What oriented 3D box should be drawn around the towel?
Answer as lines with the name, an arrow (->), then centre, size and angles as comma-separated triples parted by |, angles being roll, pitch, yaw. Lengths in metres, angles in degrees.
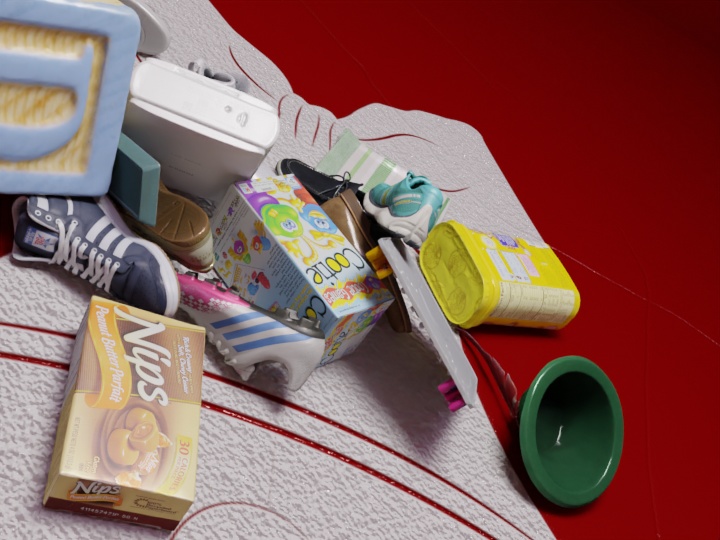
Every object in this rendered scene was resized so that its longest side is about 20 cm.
towel -> 0.037, -0.123, 1.328 | 0.199, 0.023, 0.153 | 34, 36, -3

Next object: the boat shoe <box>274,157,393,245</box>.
boat shoe -> -0.024, -0.098, 1.214 | 0.199, 0.062, 0.075 | 35, 37, 0

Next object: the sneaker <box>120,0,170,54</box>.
sneaker -> -0.344, -0.389, 1.267 | 0.199, 0.073, 0.112 | 29, 37, -8

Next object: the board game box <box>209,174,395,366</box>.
board game box -> -0.075, 0.000, 1.019 | 0.103, 0.105, 0.200 | -15, 60, -49

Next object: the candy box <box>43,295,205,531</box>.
candy box -> -0.206, 0.124, 0.807 | 0.115, 0.055, 0.201 | 19, 38, -23

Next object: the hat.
hat -> 0.210, 0.186, 1.124 | 0.165, 0.176, 0.201 | 22, 72, -28

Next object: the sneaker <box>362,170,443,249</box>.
sneaker -> 0.059, -0.081, 1.099 | 0.077, 0.080, 0.200 | 33, 5, -17

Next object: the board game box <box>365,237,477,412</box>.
board game box -> 0.074, 0.056, 1.026 | 0.201, 0.026, 0.200 | 62, 8, 2

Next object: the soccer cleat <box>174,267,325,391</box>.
soccer cleat -> -0.134, 0.062, 0.931 | 0.199, 0.087, 0.070 | 21, 1, 15

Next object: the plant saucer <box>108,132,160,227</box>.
plant saucer -> -0.266, -0.117, 0.949 | 0.019, 0.070, 0.200 | -12, 35, -38

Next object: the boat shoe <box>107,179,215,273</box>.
boat shoe -> -0.231, -0.061, 0.982 | 0.073, 0.063, 0.200 | -35, 49, -22

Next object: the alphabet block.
alphabet block -> -0.359, -0.203, 0.889 | 0.195, 0.197, 0.200 | 0, 28, -42

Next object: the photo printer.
photo printer -> -0.194, -0.148, 1.021 | 0.166, 0.200, 0.070 | 20, 69, -15

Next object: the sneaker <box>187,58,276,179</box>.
sneaker -> -0.162, -0.174, 1.136 | 0.200, 0.115, 0.075 | 39, 35, 4

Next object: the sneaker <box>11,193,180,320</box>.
sneaker -> -0.271, -0.015, 0.893 | 0.200, 0.070, 0.108 | 44, 30, 27

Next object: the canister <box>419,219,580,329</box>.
canister -> 0.198, 0.012, 1.254 | 0.199, 0.087, 0.149 | 7, 43, -37

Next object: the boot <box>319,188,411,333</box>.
boot -> 0.000, 0.000, 1.133 | 0.075, 0.074, 0.201 | -27, 76, -7
